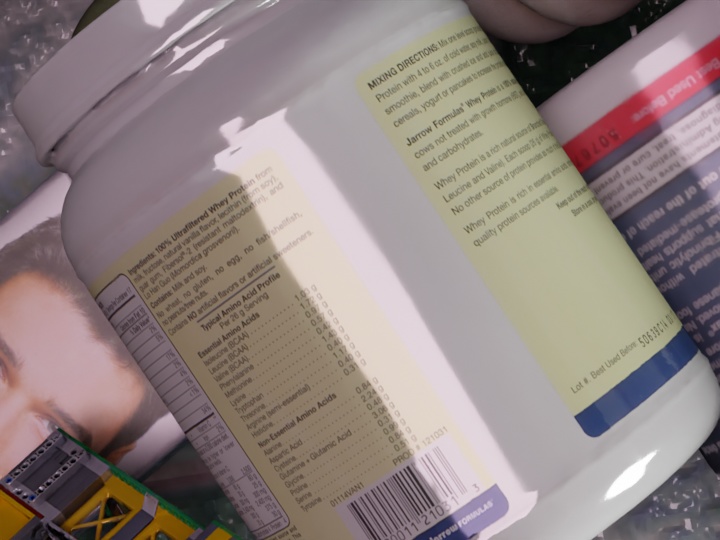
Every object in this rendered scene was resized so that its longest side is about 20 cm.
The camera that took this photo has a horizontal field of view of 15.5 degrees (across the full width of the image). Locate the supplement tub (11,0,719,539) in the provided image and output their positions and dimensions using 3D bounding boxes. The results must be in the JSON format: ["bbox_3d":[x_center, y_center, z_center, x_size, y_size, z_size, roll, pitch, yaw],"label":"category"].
[{"bbox_3d":[0.000,0.000,0.798,0.145,0.145,0.201,-34,89,8],"label":"supplement tub"}]

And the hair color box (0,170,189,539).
[{"bbox_3d":[-0.140,0.064,0.926,0.200,0.061,0.099,-41,87,7],"label":"hair color box"}]

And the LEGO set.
[{"bbox_3d":[-0.078,0.158,0.848,0.116,0.201,0.153,-42,50,-19],"label":"LEGO set"}]

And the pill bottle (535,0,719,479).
[{"bbox_3d":[0.147,0.008,0.856,0.119,0.120,0.201,-34,88,8],"label":"pill bottle"}]

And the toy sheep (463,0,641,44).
[{"bbox_3d":[0.045,-0.139,0.857,0.199,0.137,0.139,-3,93,44],"label":"toy sheep"}]

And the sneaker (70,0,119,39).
[{"bbox_3d":[-0.014,-0.035,0.899,0.200,0.067,0.090,37,102,7],"label":"sneaker"}]
